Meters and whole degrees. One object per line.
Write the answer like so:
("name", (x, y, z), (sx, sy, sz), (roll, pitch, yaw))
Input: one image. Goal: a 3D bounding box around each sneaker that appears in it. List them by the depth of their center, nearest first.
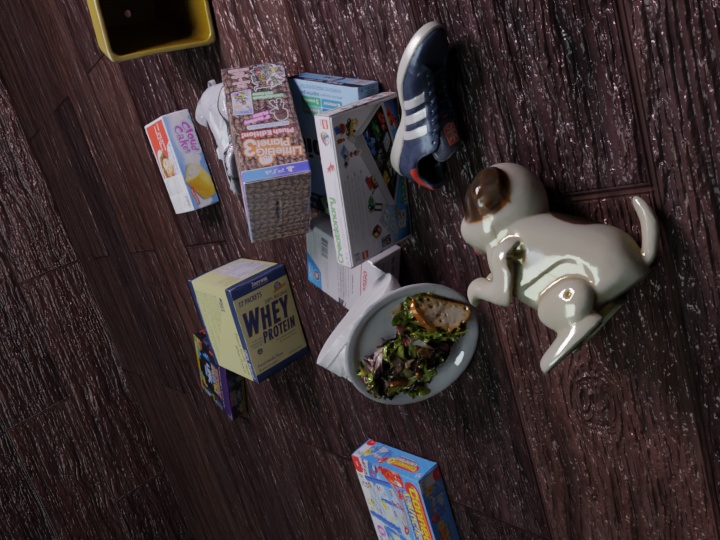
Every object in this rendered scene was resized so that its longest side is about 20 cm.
("sneaker", (0.090, -0.185, 0.720), (0.084, 0.074, 0.203), (42, 150, 30))
("sneaker", (0.029, 0.099, 0.882), (0.114, 0.074, 0.201), (33, 128, -7))
("sneaker", (-0.243, -0.250, 1.117), (0.113, 0.074, 0.206), (25, 125, 43))

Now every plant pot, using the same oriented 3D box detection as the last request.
("plant pot", (-0.396, -0.495, 1.072), (0.199, 0.191, 0.200), (30, 135, 50))

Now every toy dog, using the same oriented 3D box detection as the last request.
("toy dog", (0.187, -0.026, 0.639), (0.200, 0.138, 0.196), (47, 129, 22))

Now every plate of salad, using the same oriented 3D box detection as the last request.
("plate of salad", (0.075, 0.111, 0.829), (0.048, 0.193, 0.206), (-116, 21, -56))

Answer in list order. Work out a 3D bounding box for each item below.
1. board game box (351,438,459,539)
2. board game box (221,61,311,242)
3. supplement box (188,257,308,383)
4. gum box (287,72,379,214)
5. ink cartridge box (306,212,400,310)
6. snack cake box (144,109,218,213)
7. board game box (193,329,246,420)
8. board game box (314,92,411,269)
("board game box", (0.086, 0.439, 1.135), (0.193, 0.055, 0.206), (0, 111, 53))
("board game box", (-0.141, -0.176, 0.916), (0.161, 0.094, 0.205), (101, 155, -63))
("supplement box", (-0.237, 0.097, 1.273), (0.197, 0.132, 0.206), (7, 117, 51))
("gum box", (-0.034, -0.181, 0.906), (0.168, 0.044, 0.206), (24, 128, 45))
("ink cartridge box", (0.000, 0.000, 0.956), (0.198, 0.067, 0.119), (34, 137, 36))
("snack cake box", (-0.391, -0.234, 1.326), (0.114, 0.066, 0.206), (2, 113, 54))
("board game box", (-0.383, 0.282, 1.655), (0.164, 0.056, 0.205), (35, 136, 37))
("board game box", (0.009, -0.122, 0.816), (0.034, 0.125, 0.206), (17, 124, 44))
